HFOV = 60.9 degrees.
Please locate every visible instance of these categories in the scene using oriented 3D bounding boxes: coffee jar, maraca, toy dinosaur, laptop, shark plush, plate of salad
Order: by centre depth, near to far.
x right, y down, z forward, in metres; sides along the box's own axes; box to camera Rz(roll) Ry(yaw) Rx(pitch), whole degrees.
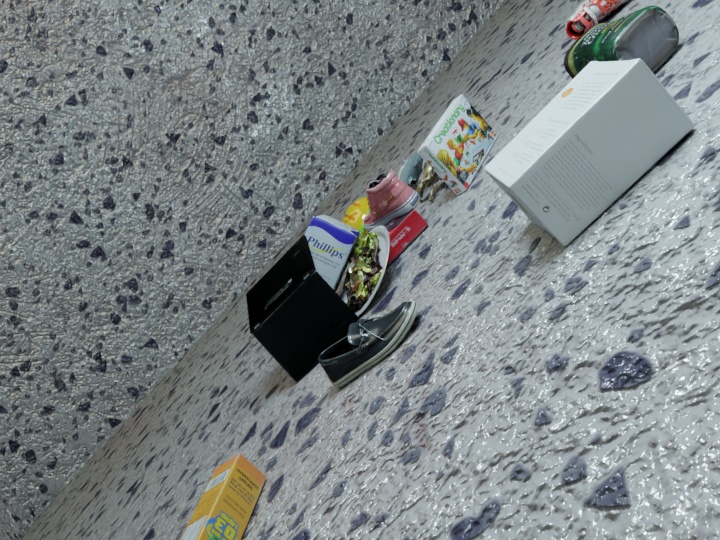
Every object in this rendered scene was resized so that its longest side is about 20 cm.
[{"bbox_3d":[0.410,-0.354,0.990,0.104,0.085,0.200,-45,12,5],"label":"coffee jar"},{"bbox_3d":[-0.121,0.073,1.223,0.187,0.116,0.201,-43,35,15],"label":"laptop"},{"bbox_3d":[0.000,0.000,1.241,0.200,0.048,0.202,-51,27,38],"label":"plate of salad"},{"bbox_3d":[0.167,-0.227,1.396,0.102,0.058,0.201,-91,27,-48],"label":"toy dinosaur"},{"bbox_3d":[0.133,-0.228,1.508,0.200,0.090,0.084,-51,23,32],"label":"shark plush"},{"bbox_3d":[0.014,-0.134,1.541,0.137,0.106,0.202,127,165,-61],"label":"maraca"}]

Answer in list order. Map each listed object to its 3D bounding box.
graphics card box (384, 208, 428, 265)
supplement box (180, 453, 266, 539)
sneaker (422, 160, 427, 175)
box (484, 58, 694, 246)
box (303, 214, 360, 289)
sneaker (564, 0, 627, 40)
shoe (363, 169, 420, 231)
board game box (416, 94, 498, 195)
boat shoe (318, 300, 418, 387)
[{"bbox_3d":[0.077,-0.091,1.371,0.126,0.051,0.200,-46,12,7],"label":"graphics card box"},{"bbox_3d":[-0.205,0.365,0.877,0.069,0.067,0.201,-36,17,29],"label":"supplement box"},{"bbox_3d":[0.210,-0.271,1.480,0.101,0.074,0.200,-69,17,-7],"label":"sneaker"},{"bbox_3d":[0.276,-0.153,0.773,0.200,0.106,0.153,-44,12,13],"label":"box"},{"bbox_3d":[-0.086,-0.012,1.347,0.184,0.104,0.202,-66,1,-83],"label":"box"},{"bbox_3d":[0.526,-0.573,1.326,0.108,0.067,0.201,-51,10,-14],"label":"sneaker"},{"bbox_3d":[0.044,-0.154,1.346,0.072,0.091,0.199,-53,14,-28],"label":"shoe"},{"bbox_3d":[0.210,-0.269,1.300,0.035,0.126,0.201,-30,22,52],"label":"board game box"},{"bbox_3d":[0.010,0.108,0.964,0.199,0.062,0.075,-40,12,24],"label":"boat shoe"}]
